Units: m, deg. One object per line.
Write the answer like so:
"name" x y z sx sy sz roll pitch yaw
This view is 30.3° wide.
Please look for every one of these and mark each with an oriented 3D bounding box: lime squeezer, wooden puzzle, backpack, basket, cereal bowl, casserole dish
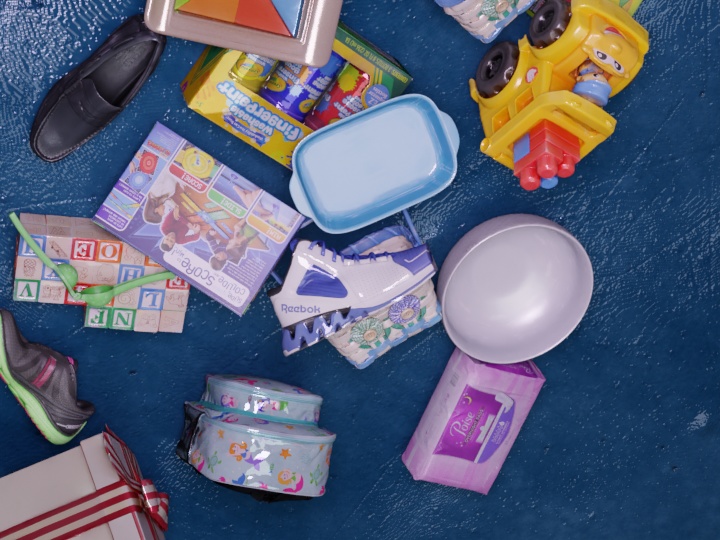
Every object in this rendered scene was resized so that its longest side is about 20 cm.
"lime squeezer" -0.310 0.001 1.491 0.200 0.038 0.071 21 109 -24
"wooden puzzle" -0.113 -0.321 1.384 0.200 0.037 0.185 13 96 1
"backpack" -0.123 0.208 1.631 0.177 0.200 0.151 12 93 -20
"basket" 0.128 -0.361 1.432 0.176 0.139 0.200 -39 130 7
"cereal bowl" 0.186 0.014 1.680 0.200 0.083 0.200 -7 119 -13
"casserole dish" 0.013 -0.121 1.490 0.200 0.039 0.121 -24 105 -7
"basket" 0.000 0.000 1.579 0.176 0.139 0.200 -33 115 3

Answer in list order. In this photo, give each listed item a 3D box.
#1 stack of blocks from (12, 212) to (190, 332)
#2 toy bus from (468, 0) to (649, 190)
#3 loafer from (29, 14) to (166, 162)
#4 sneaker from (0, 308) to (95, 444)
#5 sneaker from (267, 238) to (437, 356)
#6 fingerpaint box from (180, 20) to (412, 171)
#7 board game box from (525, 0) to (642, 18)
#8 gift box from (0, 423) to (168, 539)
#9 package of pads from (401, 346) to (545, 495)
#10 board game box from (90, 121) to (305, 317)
"stack of blocks" -0.301 0.004 1.551 0.200 0.059 0.115 5 116 -18
"toy bus" 0.226 -0.184 1.496 0.136 0.192 0.200 27 135 -26
"loafer" -0.287 -0.193 1.444 0.201 0.070 0.068 -45 119 10
"sneaker" -0.385 0.116 1.590 0.084 0.077 0.200 -36 126 -15
"sneaker" -0.021 0.003 1.476 0.199 0.081 0.115 -27 90 3
"fingerpaint box" -0.072 -0.210 1.494 0.200 0.073 0.167 31 105 -27
"board game box" 0.290 -0.357 1.534 0.102 0.048 0.200 23 109 -25
"gift box" -0.332 0.292 1.604 0.187 0.185 0.200 -21 78 -4
"package of pads" 0.148 0.198 1.772 0.120 0.076 0.200 14 112 -24
"board game box" -0.181 -0.057 1.495 0.200 0.034 0.135 33 86 0
